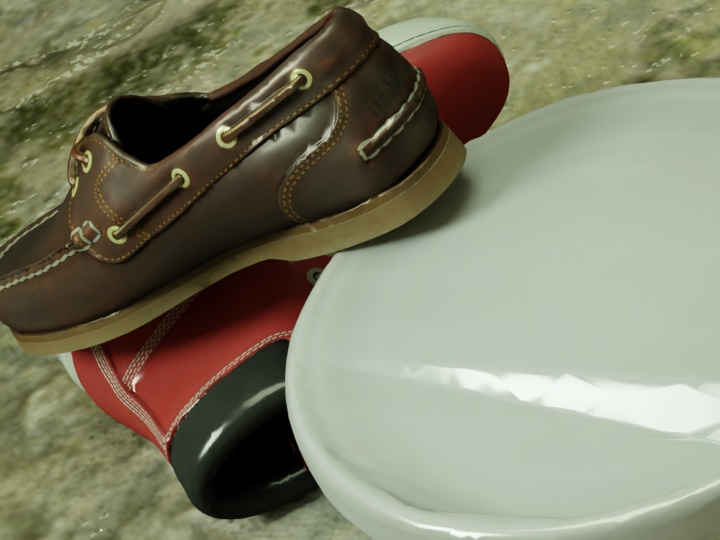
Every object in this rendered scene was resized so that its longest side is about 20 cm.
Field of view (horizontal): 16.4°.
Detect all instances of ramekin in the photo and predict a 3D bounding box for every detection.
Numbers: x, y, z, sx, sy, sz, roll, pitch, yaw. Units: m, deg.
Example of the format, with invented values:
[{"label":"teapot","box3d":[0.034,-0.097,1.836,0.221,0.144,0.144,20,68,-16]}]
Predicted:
[{"label":"ramekin","box3d":[0.084,0.039,0.756,0.201,0.095,0.203,-15,36,11]}]

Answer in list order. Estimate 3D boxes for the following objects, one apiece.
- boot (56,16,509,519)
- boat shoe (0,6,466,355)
[{"label":"boot","box3d":[0.000,0.000,0.878,0.200,0.073,0.144,-41,39,-10]},{"label":"boat shoe","box3d":[-0.059,-0.032,0.822,0.199,0.070,0.071,-23,30,35]}]
